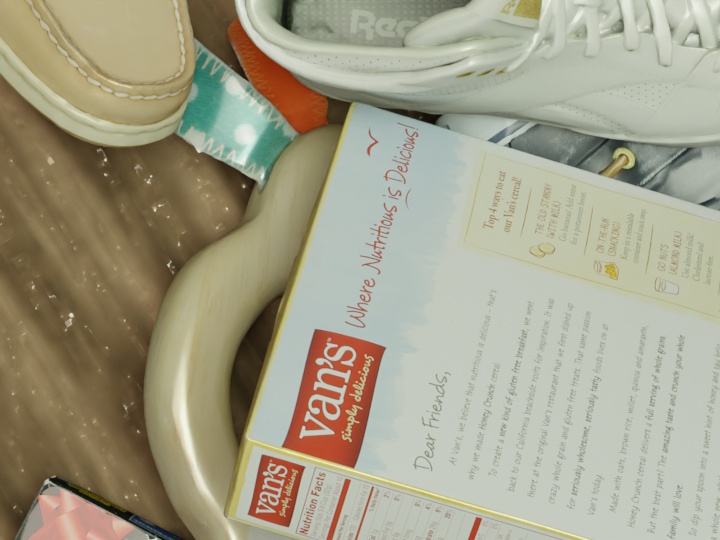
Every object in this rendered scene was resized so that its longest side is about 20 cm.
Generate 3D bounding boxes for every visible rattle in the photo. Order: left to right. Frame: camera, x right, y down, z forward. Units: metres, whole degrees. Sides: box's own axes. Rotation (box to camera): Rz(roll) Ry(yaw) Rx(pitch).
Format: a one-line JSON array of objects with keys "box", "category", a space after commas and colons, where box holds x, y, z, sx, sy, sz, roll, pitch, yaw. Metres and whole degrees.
[{"box": [0.000, 0.000, 0.735, 0.130, 0.143, 0.201, -2, 84, -10], "category": "rattle"}]

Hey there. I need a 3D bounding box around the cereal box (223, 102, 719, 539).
[{"box": [0.074, 0.035, 0.679, 0.199, 0.040, 0.144, 17, 44, 1], "category": "cereal box"}]

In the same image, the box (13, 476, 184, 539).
[{"box": [-0.085, 0.185, 0.776, 0.137, 0.040, 0.201, 27, 87, 1], "category": "box"}]

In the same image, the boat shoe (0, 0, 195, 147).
[{"box": [-0.099, -0.135, 0.751, 0.074, 0.069, 0.201, -13, 70, -38], "category": "boat shoe"}]

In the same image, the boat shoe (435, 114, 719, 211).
[{"box": [0.129, -0.063, 0.783, 0.200, 0.071, 0.091, -33, 88, 5], "category": "boat shoe"}]

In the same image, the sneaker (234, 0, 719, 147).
[{"box": [0.064, -0.072, 0.696, 0.199, 0.116, 0.074, -2, 91, 9], "category": "sneaker"}]
